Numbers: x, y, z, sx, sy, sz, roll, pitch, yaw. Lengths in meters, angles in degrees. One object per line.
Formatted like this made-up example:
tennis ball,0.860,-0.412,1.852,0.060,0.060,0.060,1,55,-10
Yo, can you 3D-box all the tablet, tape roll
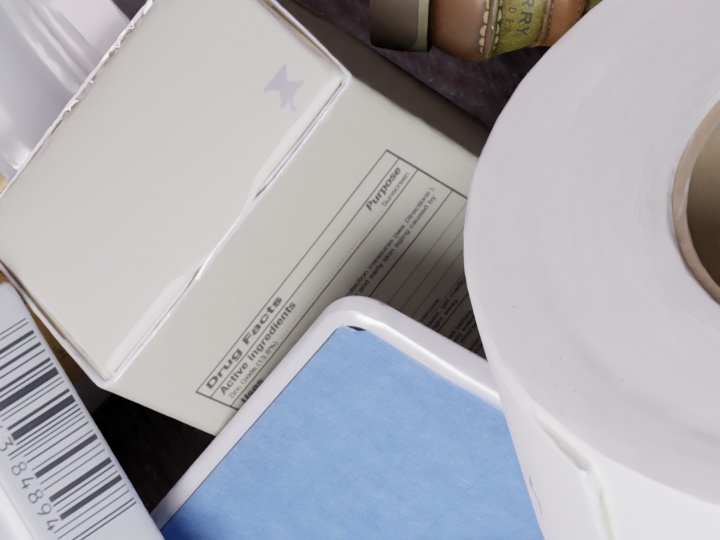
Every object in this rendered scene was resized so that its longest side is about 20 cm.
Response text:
tablet,0.006,0.088,0.785,0.200,0.130,0.014,-49,13,47
tape roll,0.125,0.002,0.658,0.202,0.071,0.203,-10,45,10

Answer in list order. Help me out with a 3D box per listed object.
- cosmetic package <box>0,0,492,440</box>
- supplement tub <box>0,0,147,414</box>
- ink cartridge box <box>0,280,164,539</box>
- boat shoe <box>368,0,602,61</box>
cosmetic package,0.000,0.000,0.813,0.105,0.200,0.071,-50,54,7
supplement tub,-0.127,-0.014,0.934,0.200,0.145,0.145,-43,56,12
ink cartridge box,-0.098,0.113,0.821,0.197,0.043,0.200,59,149,-6
boat shoe,0.048,-0.107,0.865,0.068,0.200,0.072,7,119,6
